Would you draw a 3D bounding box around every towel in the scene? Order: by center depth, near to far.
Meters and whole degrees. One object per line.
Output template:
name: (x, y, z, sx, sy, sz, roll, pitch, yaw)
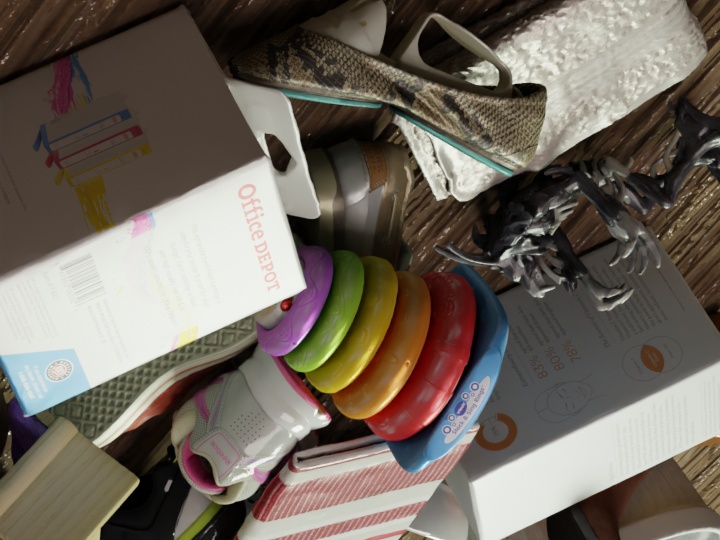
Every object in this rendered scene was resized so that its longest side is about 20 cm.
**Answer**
towel: (0.115, -0.122, 1.567, 0.199, 0.035, 0.133, -31, 146, 1)
towel: (-0.018, 0.154, 1.659, 0.143, 0.023, 0.200, -12, 153, -30)

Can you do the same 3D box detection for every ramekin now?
ramekin: (0.167, 0.203, 1.931, 0.199, 0.105, 0.200, -23, 156, -11)

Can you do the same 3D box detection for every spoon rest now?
spoon rest: (0.001, 0.140, 1.775, 0.061, 0.099, 0.200, -50, 132, 7)

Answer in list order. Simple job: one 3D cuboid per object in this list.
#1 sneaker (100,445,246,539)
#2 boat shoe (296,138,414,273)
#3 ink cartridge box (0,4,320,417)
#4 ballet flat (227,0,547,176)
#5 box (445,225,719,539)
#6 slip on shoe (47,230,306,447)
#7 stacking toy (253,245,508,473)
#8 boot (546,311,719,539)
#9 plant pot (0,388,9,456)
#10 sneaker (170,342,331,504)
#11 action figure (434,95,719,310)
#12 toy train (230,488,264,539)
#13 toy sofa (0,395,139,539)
sneaker: (-0.158, 0.174, 1.728, 0.200, 0.083, 0.072, -36, -169, 34)
boat shoe: (0.000, 0.000, 1.600, 0.068, 0.075, 0.201, -14, 142, -13)
ink cartridge box: (-0.129, -0.038, 1.411, 0.199, 0.126, 0.129, -25, 146, -8)
ballet flat: (0.021, -0.116, 1.470, 0.199, 0.068, 0.076, 17, 98, -25)
box: (0.141, 0.079, 1.760, 0.199, 0.125, 0.098, -24, 146, -8)
slip on shoe: (-0.112, 0.041, 1.585, 0.200, 0.074, 0.061, -39, 168, 12)
stacking toy: (-0.021, 0.024, 1.513, 0.199, 0.110, 0.116, 27, 104, -23)
boot: (0.218, 0.135, 1.836, 0.199, 0.189, 0.069, -16, 144, -17)
plant pot: (-0.296, 0.134, 1.537, 0.200, 0.093, 0.201, -21, 145, -15)
sneaker: (-0.080, 0.100, 1.615, 0.088, 0.081, 0.200, -39, 174, -11)
action figure: (0.153, -0.031, 1.645, 0.199, 0.102, 0.119, -28, 174, -10)
toy train: (-0.088, 0.238, 1.807, 0.114, 0.087, 0.200, 30, 111, -6)
toy sofa: (-0.202, 0.167, 1.592, 0.083, 0.097, 0.200, -48, 167, -26)
